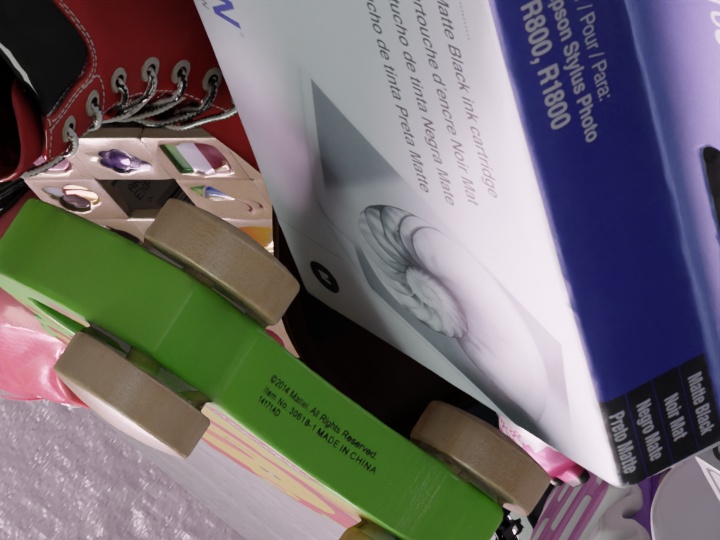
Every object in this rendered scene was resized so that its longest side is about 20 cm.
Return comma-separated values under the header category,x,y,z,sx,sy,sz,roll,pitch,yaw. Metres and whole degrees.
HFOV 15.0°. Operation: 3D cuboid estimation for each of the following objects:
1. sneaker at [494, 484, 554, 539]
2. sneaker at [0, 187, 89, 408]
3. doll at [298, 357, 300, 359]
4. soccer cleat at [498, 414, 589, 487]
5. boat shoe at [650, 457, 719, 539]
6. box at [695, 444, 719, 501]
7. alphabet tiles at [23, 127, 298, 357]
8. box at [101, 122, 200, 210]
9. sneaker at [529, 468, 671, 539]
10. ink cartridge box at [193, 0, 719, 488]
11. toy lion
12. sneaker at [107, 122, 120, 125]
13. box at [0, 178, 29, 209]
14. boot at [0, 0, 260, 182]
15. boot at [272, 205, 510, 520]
category,x,y,z,sx,sy,sz,roll,pitch,yaw
sneaker,0.089,0.152,1.306,0.200,0.112,0.073,41,169,-13
sneaker,-0.136,0.036,1.213,0.087,0.074,0.200,45,169,10
doll,0.007,0.054,1.219,0.136,0.049,0.200,-1,-158,-15
soccer cleat,0.075,0.016,0.911,0.086,0.070,0.200,47,164,1
boat shoe,0.194,0.138,1.016,0.200,0.072,0.068,30,167,8
box,0.187,0.099,0.874,0.116,0.060,0.200,32,168,29
alphabet tiles,-0.036,-0.008,1.106,0.166,0.008,0.200,1,154,21
box,-0.118,-0.041,1.276,0.095,0.078,0.200,45,168,-31
sneaker,0.124,0.135,1.085,0.088,0.081,0.200,21,-156,-16
ink cartridge box,0.035,-0.031,0.748,0.200,0.041,0.200,29,151,40
toy lion,-0.046,0.037,0.886,0.200,0.069,0.191,39,171,-37
sneaker,-0.150,-0.081,1.100,0.076,0.116,0.200,35,169,19
box,-0.216,-0.103,1.141,0.200,0.038,0.137,49,-151,1
boot,-0.065,-0.052,0.831,0.072,0.145,0.200,-23,128,34
boot,0.000,0.000,1.005,0.097,0.074,0.201,-122,14,-60
